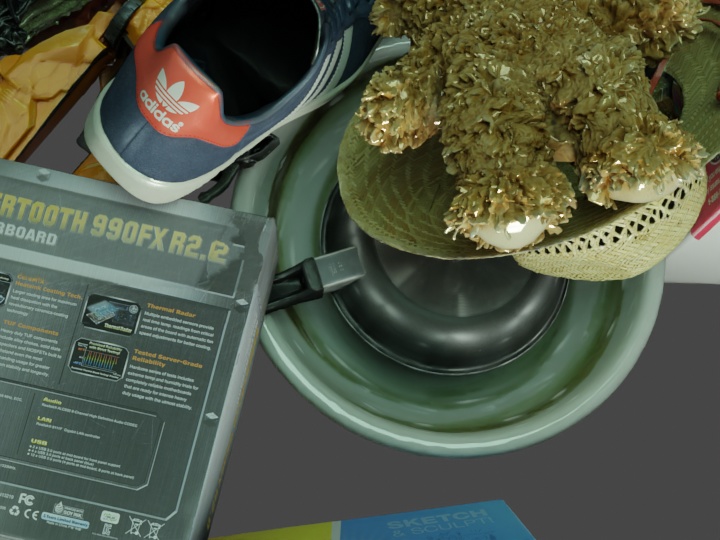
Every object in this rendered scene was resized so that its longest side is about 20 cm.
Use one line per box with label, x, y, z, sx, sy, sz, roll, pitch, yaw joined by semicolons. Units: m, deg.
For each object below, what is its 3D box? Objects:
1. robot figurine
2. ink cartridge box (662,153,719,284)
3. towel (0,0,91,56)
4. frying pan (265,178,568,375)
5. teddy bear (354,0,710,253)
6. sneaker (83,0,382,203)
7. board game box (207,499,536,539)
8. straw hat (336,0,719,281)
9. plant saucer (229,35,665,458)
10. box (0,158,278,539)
robot figurine;-0.123;-0.061;1.043;0.145;0.058;0.200;38;81;7
ink cartridge box;0.182;-0.109;1.075;0.084;0.145;0.201;2;72;-13
towel;-0.214;-0.148;1.086;0.200;0.037;0.149;-35;80;-17
frying pan;0.003;-0.016;1.030;0.189;0.031;0.115;8;71;-10
teddy bear;0.065;-0.081;0.930;0.144;0.067;0.200;-12;39;17
sneaker;-0.030;-0.105;0.978;0.075;0.085;0.200;42;48;-3
board game box;-0.016;0.148;0.961;0.199;0.153;0.041;-6;104;-11
straw hat;0.098;-0.042;0.992;0.200;0.085;0.201;-17;37;14
plant saucer;0.037;-0.008;1.072;0.199;0.050;0.201;2;72;-7
box;-0.147;0.036;0.955;0.199;0.048;0.159;12;67;3
